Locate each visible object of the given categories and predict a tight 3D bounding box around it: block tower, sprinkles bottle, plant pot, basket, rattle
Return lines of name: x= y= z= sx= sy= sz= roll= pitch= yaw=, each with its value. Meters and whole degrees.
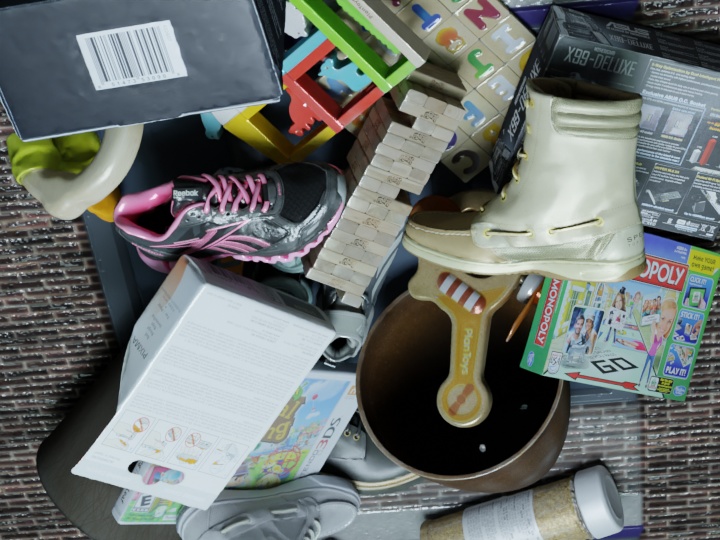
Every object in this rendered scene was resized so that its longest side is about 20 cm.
block tower: x=0.015 y=-0.072 z=1.618 sx=0.057 sy=0.054 sz=0.201 roll=19 pitch=112 yaw=-21
sprinkles bottle: x=0.159 y=0.253 z=1.993 sx=0.199 sy=0.069 sz=0.068 roll=-20 pitch=132 yaw=19
plant pot: x=0.113 y=0.123 z=1.803 sx=0.185 sy=0.188 sz=0.200 roll=-14 pitch=155 yaw=13
basket: x=-0.185 y=0.142 z=1.840 sx=0.180 sy=0.136 sz=0.201 roll=35 pitch=124 yaw=6
rattle: x=-0.180 y=-0.128 z=1.621 sx=0.142 sy=0.130 sz=0.201 roll=28 pitch=102 yaw=-39

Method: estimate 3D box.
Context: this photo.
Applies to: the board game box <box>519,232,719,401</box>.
board game box: x=0.224 y=0.033 z=1.699 sx=0.199 sy=0.029 sz=0.136 roll=12 pitch=95 yaw=-44

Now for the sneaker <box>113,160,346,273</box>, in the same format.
sneaker: x=-0.109 y=-0.050 z=1.606 sx=0.199 sy=0.080 sz=0.095 roll=-14 pitch=155 yaw=21

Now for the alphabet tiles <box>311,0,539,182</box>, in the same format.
alphabet tiles: x=0.058 y=-0.156 z=1.618 sx=0.166 sy=0.006 sz=0.200 roll=-38 pitch=124 yaw=21

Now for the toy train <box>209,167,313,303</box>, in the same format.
toy train: x=-0.095 y=-0.004 z=1.736 sx=0.113 sy=0.086 sz=0.201 roll=12 pitch=134 yaw=1

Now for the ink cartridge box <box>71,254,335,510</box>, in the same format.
ink cartridge box: x=-0.135 y=0.096 z=1.667 sx=0.162 sy=0.050 sz=0.200 roll=22 pitch=112 yaw=-45

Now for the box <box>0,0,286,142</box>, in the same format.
box: x=-0.159 y=-0.214 z=1.443 sx=0.198 sy=0.197 sz=0.124 roll=-9 pitch=133 yaw=8

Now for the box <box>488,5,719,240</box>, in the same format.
box: x=0.222 y=-0.117 z=1.629 sx=0.198 sy=0.050 sz=0.158 roll=11 pitch=126 yaw=-12

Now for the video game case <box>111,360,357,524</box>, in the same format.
video game case: x=-0.102 y=0.153 z=1.787 sx=0.199 sy=0.022 sz=0.183 roll=7 pitch=122 yaw=-42

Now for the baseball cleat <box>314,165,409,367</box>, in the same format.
baseball cleat: x=0.000 y=0.000 z=1.717 sx=0.069 sy=0.107 sz=0.201 roll=8 pitch=132 yaw=-1

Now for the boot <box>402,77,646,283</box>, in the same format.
boot: x=0.126 y=-0.075 z=1.576 sx=0.198 sy=0.073 sz=0.157 roll=6 pitch=113 yaw=23

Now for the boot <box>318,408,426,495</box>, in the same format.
boot: x=-0.018 y=0.137 z=1.879 sx=0.198 sy=0.078 sz=0.139 roll=-6 pitch=130 yaw=4

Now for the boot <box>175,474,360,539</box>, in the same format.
boot: x=-0.066 y=0.245 z=1.811 sx=0.199 sy=0.096 sz=0.074 roll=-3 pitch=130 yaw=-38

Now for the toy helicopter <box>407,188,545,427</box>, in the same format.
toy helicopter: x=0.104 y=0.032 z=1.686 sx=0.131 sy=0.202 sz=0.079 roll=5 pitch=180 yaw=10

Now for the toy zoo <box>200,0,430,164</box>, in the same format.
toy zoo: x=-0.057 y=-0.161 z=1.588 sx=0.131 sy=0.021 sz=0.200 roll=42 pitch=129 yaw=-15
